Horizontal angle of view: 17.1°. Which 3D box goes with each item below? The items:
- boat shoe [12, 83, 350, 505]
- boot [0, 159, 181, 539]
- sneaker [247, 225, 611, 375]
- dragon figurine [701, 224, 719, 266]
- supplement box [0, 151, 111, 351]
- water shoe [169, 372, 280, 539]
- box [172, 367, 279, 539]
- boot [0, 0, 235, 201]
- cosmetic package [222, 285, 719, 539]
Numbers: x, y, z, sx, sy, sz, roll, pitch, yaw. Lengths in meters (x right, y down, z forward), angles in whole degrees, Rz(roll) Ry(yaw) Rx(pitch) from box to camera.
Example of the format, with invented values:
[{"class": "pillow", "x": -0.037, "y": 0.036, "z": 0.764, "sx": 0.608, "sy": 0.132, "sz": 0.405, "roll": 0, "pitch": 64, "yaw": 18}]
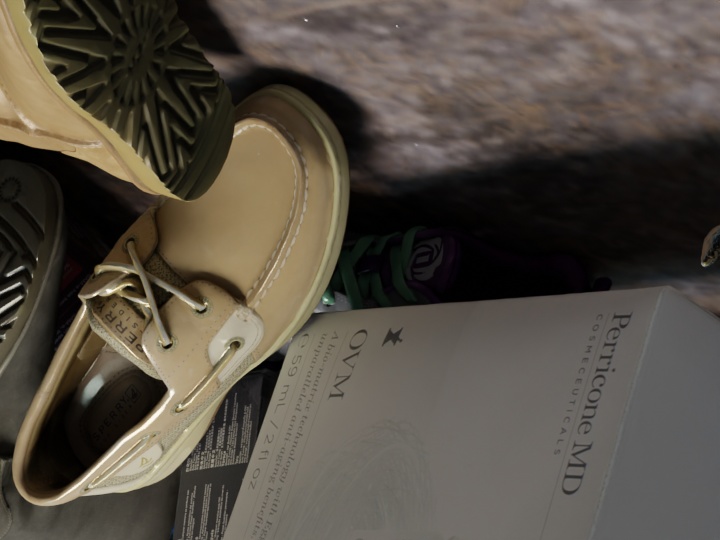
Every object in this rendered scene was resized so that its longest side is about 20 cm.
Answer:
[{"class": "boat shoe", "x": -0.072, "y": 0.016, "z": 0.908, "sx": 0.072, "sy": 0.065, "sz": 0.200, "roll": 46, "pitch": 123, "yaw": 16}, {"class": "boot", "x": -0.117, "y": 0.049, "z": 1.028, "sx": 0.072, "sy": 0.183, "sz": 0.200, "roll": 31, "pitch": -168, "yaw": 36}, {"class": "sneaker", "x": 0.000, "y": 0.000, "z": 0.961, "sx": 0.199, "sy": 0.075, "sz": 0.088, "roll": 9, "pitch": 150, "yaw": -4}, {"class": "dragon figurine", "x": 0.199, "y": 0.016, "z": 0.813, "sx": 0.099, "sy": 0.059, "sz": 0.200, "roll": 1, "pitch": 155, "yaw": 40}, {"class": "supplement box", "x": -0.171, "y": 0.010, "z": 1.048, "sx": 0.061, "sy": 0.109, "sz": 0.200, "roll": 46, "pitch": 180, "yaw": 37}, {"class": "water shoe", "x": -0.050, "y": 0.128, "z": 1.042, "sx": 0.071, "sy": 0.201, "sz": 0.079, "roll": 20, "pitch": -171, "yaw": -17}, {"class": "box", "x": -0.011, "y": 0.159, "z": 0.984, "sx": 0.049, "sy": 0.201, "sz": 0.161, "roll": -11, "pitch": 155, "yaw": 38}, {"class": "boot", "x": -0.160, "y": -0.093, "z": 0.840, "sx": 0.199, "sy": 0.066, "sz": 0.175, "roll": 15, "pitch": 152, "yaw": 25}, {"class": "cosmetic package", "x": 0.049, "y": 0.123, "z": 0.849, "sx": 0.123, "sy": 0.200, "sz": 0.199, "roll": 33, "pitch": 156, "yaw": -35}]
